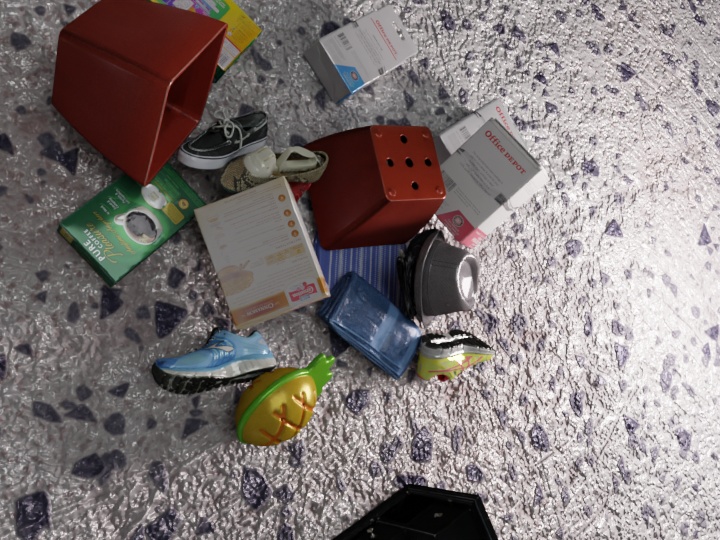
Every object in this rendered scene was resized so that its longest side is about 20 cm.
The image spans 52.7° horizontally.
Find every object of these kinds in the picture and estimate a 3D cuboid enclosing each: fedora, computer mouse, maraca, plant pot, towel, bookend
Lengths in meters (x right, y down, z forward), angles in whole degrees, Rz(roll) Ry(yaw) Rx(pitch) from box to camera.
[{"bbox_3d":[0.166,0.020,1.335,0.200,0.090,0.177,62,42,-56],"label":"fedora"},{"bbox_3d":[0.104,-0.014,1.362,0.200,0.053,0.139,-52,143,-51],"label":"computer mouse"},{"bbox_3d":[-0.118,0.206,1.170,0.200,0.137,0.107,-33,63,-31],"label":"maraca"},{"bbox_3d":[-0.336,-0.286,1.076,0.176,0.200,0.200,28,44,-5],"label":"plant pot"},{"bbox_3d":[0.000,0.000,1.347,0.200,0.024,0.145,12,72,-31],"label":"towel"},{"bbox_3d":[0.082,0.450,1.192,0.200,0.199,0.092,-27,96,-32],"label":"bookend"},{"bbox_3d":[0.037,-0.162,1.297,0.200,0.176,0.200,-6,78,-35],"label":"plant pot"},{"bbox_3d":[0.025,0.098,1.304,0.200,0.049,0.112,41,70,-25],"label":"towel"}]

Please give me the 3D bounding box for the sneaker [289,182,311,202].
[{"bbox_3d":[-0.124,-0.112,1.259,0.115,0.078,0.200,-12,87,-31],"label":"sneaker"}]

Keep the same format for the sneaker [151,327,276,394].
[{"bbox_3d":[-0.236,0.138,1.153,0.200,0.078,0.090,-4,65,-37],"label":"sneaker"}]

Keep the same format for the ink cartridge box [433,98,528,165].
[{"bbox_3d":[0.236,-0.246,1.502,0.200,0.083,0.145,-36,98,-32],"label":"ink cartridge box"}]

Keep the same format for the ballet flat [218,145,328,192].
[{"bbox_3d":[-0.136,-0.175,1.195,0.200,0.075,0.068,-12,67,-39],"label":"ballet flat"}]

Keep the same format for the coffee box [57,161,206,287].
[{"bbox_3d":[-0.353,-0.083,1.132,0.123,0.044,0.200,48,60,-12],"label":"coffee box"}]

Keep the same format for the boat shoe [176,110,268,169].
[{"bbox_3d":[-0.219,-0.220,1.191,0.074,0.068,0.199,34,36,22],"label":"boat shoe"}]

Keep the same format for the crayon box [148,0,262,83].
[{"bbox_3d":[-0.282,-0.436,1.241,0.200,0.058,0.119,43,61,-17],"label":"crayon box"}]

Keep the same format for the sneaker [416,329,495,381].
[{"bbox_3d":[0.177,0.169,1.394,0.200,0.078,0.090,4,110,-40],"label":"sneaker"}]

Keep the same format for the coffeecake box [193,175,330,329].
[{"bbox_3d":[-0.154,-0.026,1.156,0.153,0.073,0.200,-20,86,1],"label":"coffeecake box"}]

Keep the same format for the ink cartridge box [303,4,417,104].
[{"bbox_3d":[0.004,-0.420,1.407,0.200,0.067,0.116,-37,99,-31],"label":"ink cartridge box"}]

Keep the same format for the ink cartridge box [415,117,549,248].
[{"bbox_3d":[0.226,-0.161,1.354,0.146,0.200,0.085,53,15,23],"label":"ink cartridge box"}]
